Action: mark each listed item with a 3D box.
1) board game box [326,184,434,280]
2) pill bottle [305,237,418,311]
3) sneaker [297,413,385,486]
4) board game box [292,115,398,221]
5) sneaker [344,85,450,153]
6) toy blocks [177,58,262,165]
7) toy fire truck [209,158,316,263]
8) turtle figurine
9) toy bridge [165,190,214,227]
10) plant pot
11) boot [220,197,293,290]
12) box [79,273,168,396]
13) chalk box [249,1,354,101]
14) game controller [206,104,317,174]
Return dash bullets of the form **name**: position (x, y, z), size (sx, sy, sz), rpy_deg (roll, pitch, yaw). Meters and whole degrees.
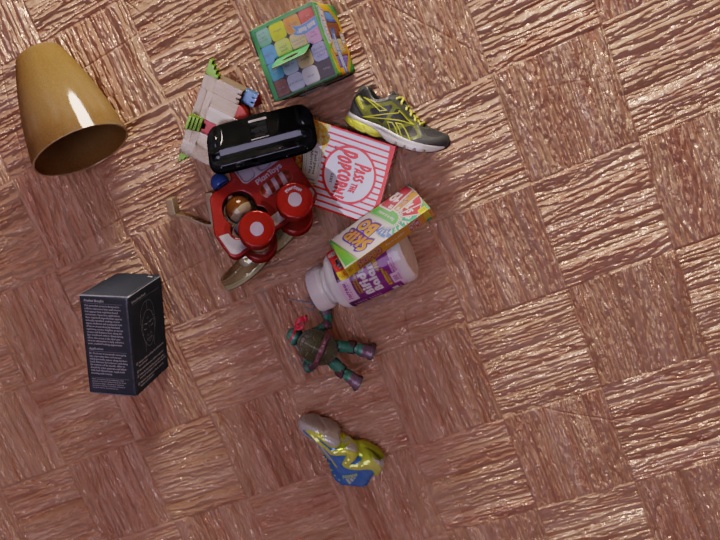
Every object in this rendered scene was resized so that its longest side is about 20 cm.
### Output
- **board game box**: position (0.028, -0.067, 1.323), size (0.198, 0.096, 0.030), rpy_deg (-37, 128, 2)
- **pill bottle**: position (0.000, 0.000, 1.388), size (0.196, 0.112, 0.114), rpy_deg (-24, 99, 17)
- **sneaker**: position (-0.052, 0.375, 1.518), size (0.196, 0.076, 0.107), rpy_deg (28, 109, 3)
- **board game box**: position (-0.042, -0.187, 1.381), size (0.195, 0.046, 0.155), rpy_deg (18, 108, 7)
- **sneaker**: position (0.069, -0.266, 1.322), size (0.195, 0.075, 0.087), rpy_deg (19, 107, 7)
- **toy blocks**: position (-0.245, -0.267, 1.389), size (0.134, 0.100, 0.204), rpy_deg (22, 109, -7)
- **toy fire truck**: position (-0.179, -0.122, 1.328), size (0.198, 0.112, 0.169), rpy_deg (-36, 81, -11)
- **turtle figurine**: position (-0.075, 0.147, 1.455), size (0.196, 0.101, 0.152), rpy_deg (27, 109, -2)
- **toy bridge**: position (-0.286, -0.120, 1.461), size (0.194, 0.027, 0.069), rpy_deg (-8, 104, 13)
- **plant pot**: position (-0.561, -0.312, 1.402), size (0.183, 0.186, 0.204), rpy_deg (-28, 85, 17)
- **boot**: position (-0.229, -0.073, 1.417), size (0.199, 0.072, 0.155), rpy_deg (-41, 113, 13)
- **box**: position (-0.469, 0.125, 1.502), size (0.104, 0.149, 0.206), rpy_deg (3, 105, 10)
- **chalk box**: position (-0.100, -0.367, 1.264), size (0.122, 0.200, 0.127), rpy_deg (-18, 101, 15)
- **game controller**: position (-0.175, -0.232, 1.319), size (0.194, 0.106, 0.043), rpy_deg (-14, 141, 0)
